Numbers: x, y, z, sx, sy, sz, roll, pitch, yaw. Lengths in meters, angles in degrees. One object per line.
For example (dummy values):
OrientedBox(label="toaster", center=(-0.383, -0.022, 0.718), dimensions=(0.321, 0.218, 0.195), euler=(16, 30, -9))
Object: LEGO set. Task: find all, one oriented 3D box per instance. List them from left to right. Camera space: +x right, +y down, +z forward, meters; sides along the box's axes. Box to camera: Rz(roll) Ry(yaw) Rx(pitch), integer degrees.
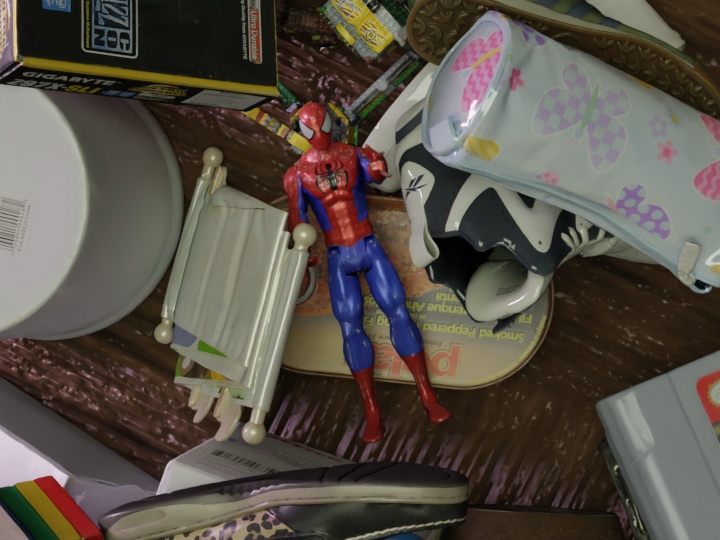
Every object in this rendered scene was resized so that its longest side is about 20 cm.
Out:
OrientedBox(label="LEGO set", center=(-0.038, -0.161, 1.450), dimensions=(0.154, 0.116, 0.200), euler=(-33, 85, 8))

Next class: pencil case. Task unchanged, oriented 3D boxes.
OrientedBox(label="pencil case", center=(0.130, -0.063, 1.336), dimensions=(0.200, 0.083, 0.091), euler=(26, 80, -23))

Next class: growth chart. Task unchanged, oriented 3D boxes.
OrientedBox(label="growth chart", center=(-0.079, 0.016, 1.438), dimensions=(0.018, 0.200, 0.145), euler=(14, 99, -25))

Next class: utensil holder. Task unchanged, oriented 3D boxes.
OrientedBox(label="utensil holder", center=(-0.208, -0.041, 1.439), dimensions=(0.170, 0.200, 0.170), euler=(0, 90, 10))

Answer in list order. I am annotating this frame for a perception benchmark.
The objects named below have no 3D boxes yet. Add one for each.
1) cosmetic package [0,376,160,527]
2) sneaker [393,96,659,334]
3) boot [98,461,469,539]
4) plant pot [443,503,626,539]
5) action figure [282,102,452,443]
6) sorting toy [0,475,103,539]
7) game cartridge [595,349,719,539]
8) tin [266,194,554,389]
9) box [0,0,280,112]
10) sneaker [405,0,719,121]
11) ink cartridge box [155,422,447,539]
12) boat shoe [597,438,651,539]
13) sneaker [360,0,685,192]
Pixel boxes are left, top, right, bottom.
OrientedBox(label="cosmetic package", center=(-0.214, 0.121, 1.450), dimensions=(0.200, 0.107, 0.090), euler=(32, 97, 38))
OrientedBox(label="sneaker", center=(0.106, -0.010, 1.398), dimensions=(0.199, 0.079, 0.130), euler=(25, 53, -28))
OrientedBox(label="boot", center=(-0.031, 0.181, 1.273), dimensions=(0.200, 0.073, 0.151), euler=(-9, 90, 13))
OrientedBox(label="plant pot", center=(0.096, 0.236, 1.407), dimensions=(0.187, 0.187, 0.200), euler=(2, 86, 9))
OrientedBox(label="action figure", center=(0.000, 0.000, 1.411), dimensions=(0.065, 0.099, 0.200), euler=(-17, 94, 0))
OrientedBox(label="sorting toy", center=(-0.159, 0.222, 1.280), dimensions=(0.070, 0.200, 0.199), euler=(-10, 117, -28))
OrientedBox(label="game cartridge", center=(0.250, 0.099, 1.412), dimensions=(0.200, 0.041, 0.133), euler=(-22, 85, -11))
OrientedBox(label="tin", center=(0.019, 0.012, 1.484), dimensions=(0.200, 0.042, 0.112), euler=(6, 88, 9))
OrientedBox(label="box", center=(-0.127, -0.195, 1.359), dimensions=(0.160, 0.049, 0.200), euler=(5, 76, -28))
OrientedBox(label="sneaker", center=(0.116, -0.137, 1.389), dimensions=(0.200, 0.090, 0.067), euler=(19, 125, -19))
OrientedBox(label="ink cartridge box", center=(-0.044, 0.187, 1.415), dimensions=(0.147, 0.200, 0.145), euler=(19, 96, 8))
OrientedBox(label="boat shoe", center=(0.190, 0.185, 1.445), dimensions=(0.066, 0.072, 0.201), euler=(-16, 83, 15))
OrientedBox(label="sneaker", center=(0.099, -0.093, 1.452), dimensions=(0.200, 0.074, 0.116), euler=(-44, 81, 6))
